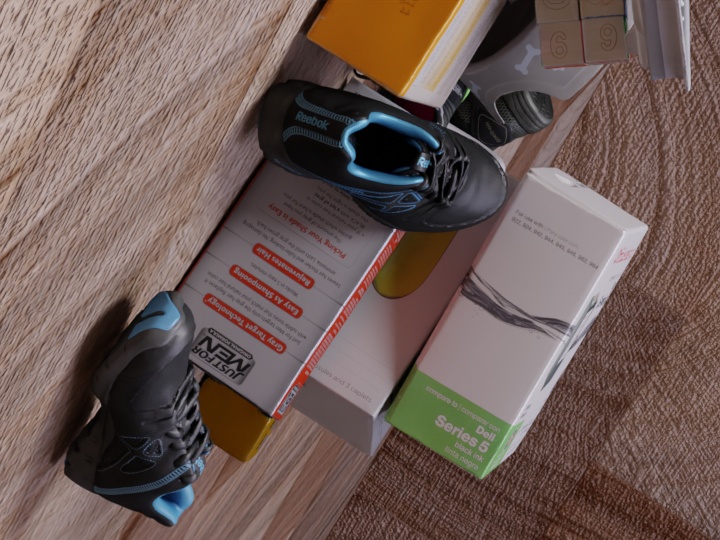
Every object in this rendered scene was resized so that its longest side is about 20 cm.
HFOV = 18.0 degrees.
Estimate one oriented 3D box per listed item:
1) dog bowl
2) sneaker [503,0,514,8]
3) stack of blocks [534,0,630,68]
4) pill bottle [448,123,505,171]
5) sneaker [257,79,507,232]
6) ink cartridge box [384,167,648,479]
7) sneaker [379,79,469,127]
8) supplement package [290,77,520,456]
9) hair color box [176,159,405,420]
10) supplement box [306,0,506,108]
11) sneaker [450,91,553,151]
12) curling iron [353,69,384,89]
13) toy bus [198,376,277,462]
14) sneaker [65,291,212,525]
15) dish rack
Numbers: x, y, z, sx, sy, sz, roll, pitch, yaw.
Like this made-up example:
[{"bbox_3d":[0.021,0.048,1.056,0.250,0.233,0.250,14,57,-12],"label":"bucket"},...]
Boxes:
[{"bbox_3d":[0.138,-0.206,1.675,0.200,0.059,0.200,-45,-154,29],"label":"dog bowl"},{"bbox_3d":[0.127,-0.273,1.630,0.200,0.077,0.085,-59,177,20],"label":"sneaker"},{"bbox_3d":[0.142,-0.236,1.506,0.115,0.059,0.200,-25,110,-80],"label":"stack of blocks"},{"bbox_3d":[0.030,-0.033,1.928,0.200,0.104,0.104,-57,174,8],"label":"pill bottle"},{"bbox_3d":[0.029,-0.062,1.421,0.200,0.082,0.073,15,92,-42],"label":"sneaker"},{"bbox_3d":[0.112,0.034,1.592,0.200,0.084,0.146,-60,170,9],"label":"ink cartridge box"},{"bbox_3d":[0.029,-0.098,1.794,0.084,0.077,0.200,-43,156,-42],"label":"sneaker"},{"bbox_3d":[0.000,0.000,1.640,0.200,0.152,0.151,-56,172,-13],"label":"supplement package"},{"bbox_3d":[-0.042,-0.011,1.513,0.200,0.101,0.061,-55,174,-5],"label":"hair color box"},{"bbox_3d":[0.042,-0.177,1.447,0.126,0.074,0.200,-58,173,6],"label":"supplement box"},{"bbox_3d":[0.111,-0.169,2.050,0.114,0.076,0.199,-26,-150,19],"label":"sneaker"},{"bbox_3d":[0.077,-0.196,1.583,0.200,0.050,0.026,-42,142,1],"label":"curling iron"},{"bbox_3d":[-0.063,0.055,1.826,0.200,0.065,0.078,-58,174,7],"label":"toy bus"},{"bbox_3d":[-0.122,0.085,1.401,0.073,0.082,0.200,-52,171,-34],"label":"sneaker"},{"bbox_3d":[0.185,-0.231,1.454,0.172,0.044,0.200,76,15,-46],"label":"dish rack"}]
